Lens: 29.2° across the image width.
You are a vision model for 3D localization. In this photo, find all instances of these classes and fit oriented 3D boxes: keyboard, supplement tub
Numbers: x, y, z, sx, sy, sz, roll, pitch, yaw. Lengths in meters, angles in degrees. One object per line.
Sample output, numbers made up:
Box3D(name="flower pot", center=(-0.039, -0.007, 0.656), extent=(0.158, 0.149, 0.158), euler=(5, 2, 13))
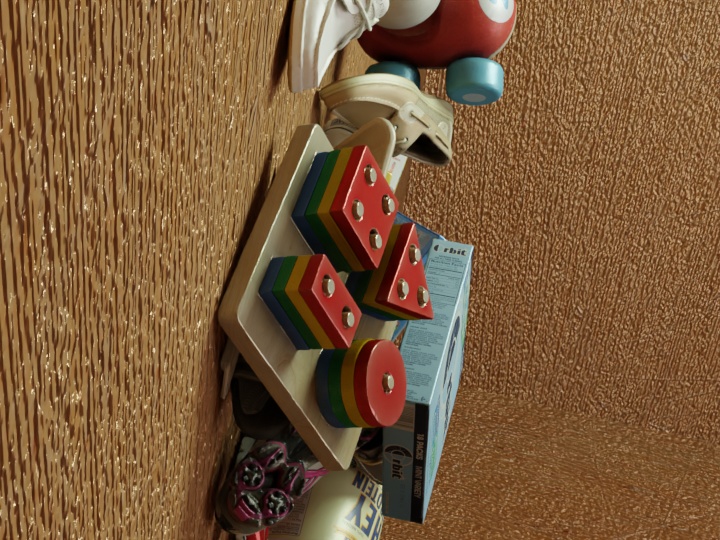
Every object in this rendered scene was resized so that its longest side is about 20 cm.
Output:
Box3D(name="keyboard", center=(-0.085, 0.005, 1.125), extent=(0.057, 0.011, 0.202), euler=(96, 7, -58))
Box3D(name="supplement tub", center=(-0.054, 0.281, 1.421), extent=(0.146, 0.143, 0.201), euler=(98, 5, -47))

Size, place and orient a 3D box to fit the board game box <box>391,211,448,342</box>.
Box3D(name="board game box", center=(0.009, 0.037, 1.450), extent=(0.201, 0.037, 0.151), euler=(-51, -160, -1))

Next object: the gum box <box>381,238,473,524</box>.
Box3D(name="gum box", center=(0.062, 0.101, 1.286), extent=(0.171, 0.044, 0.201), euler=(90, 15, -45))

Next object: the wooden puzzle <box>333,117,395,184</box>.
Box3D(name="wooden puzzle", center=(-0.022, -0.024, 1.296), extent=(0.185, 0.037, 0.203), euler=(153, -49, -64))

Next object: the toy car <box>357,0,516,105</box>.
Box3D(name="toy car", center=(0.062, -0.284, 1.397), extent=(0.200, 0.174, 0.187), euler=(41, 49, -72))

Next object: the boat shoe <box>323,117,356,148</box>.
Box3D(name="boat shoe", center=(-0.023, -0.071, 1.466), extent=(0.201, 0.073, 0.066), euler=(81, 22, -50))

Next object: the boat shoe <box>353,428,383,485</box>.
Box3D(name="boat shoe", center=(0.008, 0.151, 1.349), extent=(0.060, 0.071, 0.201), euler=(-79, 162, -44))

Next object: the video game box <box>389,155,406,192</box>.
Box3D(name="video game box", center=(-0.002, -0.044, 1.713), extent=(0.183, 0.046, 0.202), euler=(-75, -173, -69))

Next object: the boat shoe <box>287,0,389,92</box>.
Box3D(name="boat shoe", center=(-0.011, -0.219, 1.092), extent=(0.071, 0.068, 0.202), euler=(99, 5, -56))

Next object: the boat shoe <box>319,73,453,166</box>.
Box3D(name="boat shoe", center=(0.035, -0.149, 1.388), extent=(0.199, 0.071, 0.065), euler=(9, 70, -51))

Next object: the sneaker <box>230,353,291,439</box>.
Box3D(name="sneaker", center=(-0.067, 0.088, 1.189), extent=(0.116, 0.074, 0.201), euler=(101, 2, -46))

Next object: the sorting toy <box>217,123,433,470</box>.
Box3D(name="sorting toy", center=(-0.009, 0.021, 1.100), extent=(0.200, 0.069, 0.201), euler=(59, 39, -40))

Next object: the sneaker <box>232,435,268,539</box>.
Box3D(name="sneaker", center=(-0.072, 0.178, 1.290), extent=(0.077, 0.084, 0.202), euler=(94, 8, -58))

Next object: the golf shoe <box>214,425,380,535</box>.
Box3D(name="golf shoe", center=(-0.055, 0.155, 1.221), extent=(0.199, 0.073, 0.092), euler=(-38, 179, -31))
